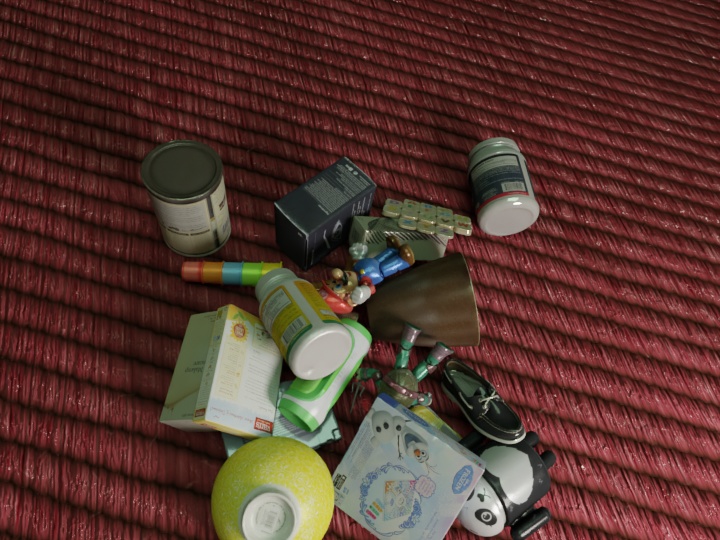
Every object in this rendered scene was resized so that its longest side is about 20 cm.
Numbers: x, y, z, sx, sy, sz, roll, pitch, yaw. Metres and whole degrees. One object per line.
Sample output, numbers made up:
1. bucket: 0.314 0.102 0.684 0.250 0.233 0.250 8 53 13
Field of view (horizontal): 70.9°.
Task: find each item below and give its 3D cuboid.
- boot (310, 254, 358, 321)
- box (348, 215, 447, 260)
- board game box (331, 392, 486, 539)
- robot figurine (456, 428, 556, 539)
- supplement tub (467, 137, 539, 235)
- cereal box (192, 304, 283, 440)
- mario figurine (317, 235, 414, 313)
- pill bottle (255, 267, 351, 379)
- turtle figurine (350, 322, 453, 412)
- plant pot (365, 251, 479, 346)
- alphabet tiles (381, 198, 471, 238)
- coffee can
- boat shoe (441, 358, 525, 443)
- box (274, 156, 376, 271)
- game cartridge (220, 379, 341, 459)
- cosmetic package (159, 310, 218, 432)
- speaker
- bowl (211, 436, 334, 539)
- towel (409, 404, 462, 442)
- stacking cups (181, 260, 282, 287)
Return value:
1. boot: -0.075 0.038 1.035 0.154 0.074 0.201 8 58 -1
2. box: 0.082 -0.068 1.084 0.199 0.069 0.082 0 29 -23
3. board game box: 0.068 0.340 0.824 0.199 0.043 0.201 31 99 18
4. robot figurine: 0.242 0.360 0.869 0.199 0.150 0.125 -26 109 -22
5. supplement tub: 0.331 -0.197 1.193 0.140 0.141 0.201 1 60 -9
6. cereal box: -0.200 0.176 0.867 0.039 0.144 0.201 -17 53 33
7. mario figurine: 0.000 0.000 0.951 0.200 0.123 0.106 -35 89 -12
8. pill bottle: -0.109 0.084 0.878 0.112 0.113 0.200 -24 45 -21
9. turtle figurine: 0.073 0.203 0.906 0.149 0.101 0.200 31 94 -8
10. plant pot: 0.115 0.074 1.000 0.199 0.187 0.188 -11 61 4
11. alphabet tiles: 0.149 -0.121 1.127 0.199 0.015 0.196 14 25 5
12. coffee can: -0.343 -0.139 1.018 0.146 0.200 0.147 4 60 -7
13. boat shoe: 0.219 0.232 0.922 0.074 0.061 0.200 -18 31 -20
14. box: -0.077 -0.120 1.079 0.200 0.148 0.104 -38 72 -26
15. game cartridge: -0.148 0.273 0.910 0.199 0.041 0.134 -14 67 -17
16. cosmetic package: -0.270 0.178 0.901 0.103 0.073 0.201 -11 54 26
17. speaker: -0.060 0.183 0.907 0.088 0.089 0.200 31 61 9
18. bowl: -0.137 0.368 0.778 0.199 0.108 0.201 1 83 -6
19. towel: 0.098 0.348 0.914 0.200 0.023 0.144 -39 73 -26
20. stacking cups: -0.259 0.009 1.029 0.199 0.061 0.061 1 60 -7
